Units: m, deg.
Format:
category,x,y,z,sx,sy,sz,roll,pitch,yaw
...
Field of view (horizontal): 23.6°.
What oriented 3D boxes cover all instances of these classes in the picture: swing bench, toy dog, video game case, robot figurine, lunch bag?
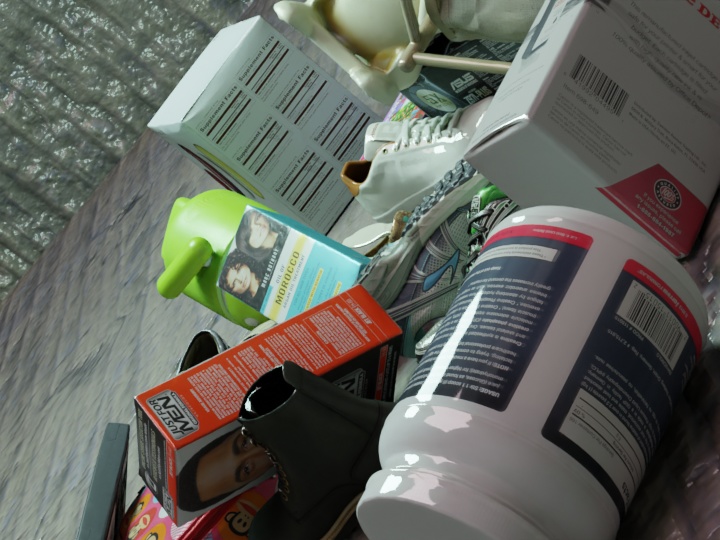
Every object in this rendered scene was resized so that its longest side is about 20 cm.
category,x,y,z,sx,sy,sz,roll,pitch,yaw
swing bench,0.148,-0.256,1.405,0.198,0.130,0.200,13,44,36
toy dog,0.055,-0.263,1.569,0.200,0.140,0.194,-50,-19,15
video game case,-0.224,0.258,1.486,0.200,0.025,0.182,-92,7,-66
robot figurine,-0.115,-0.009,1.703,0.200,0.175,0.116,27,102,44
lunch bag,-0.114,0.189,1.424,0.176,0.082,0.200,-48,16,-3

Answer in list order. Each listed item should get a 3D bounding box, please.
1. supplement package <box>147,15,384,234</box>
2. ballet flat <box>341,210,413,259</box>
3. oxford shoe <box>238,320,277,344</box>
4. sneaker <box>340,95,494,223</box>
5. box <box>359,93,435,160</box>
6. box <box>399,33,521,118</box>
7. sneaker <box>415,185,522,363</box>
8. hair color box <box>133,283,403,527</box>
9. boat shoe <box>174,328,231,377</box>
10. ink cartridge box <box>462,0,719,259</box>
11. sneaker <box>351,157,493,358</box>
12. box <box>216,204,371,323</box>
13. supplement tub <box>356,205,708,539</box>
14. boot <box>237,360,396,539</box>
category,x,y,z,sx,sy,sz,roll,pitch,yaw
supplement package,-0.100,-0.156,1.908,0.147,0.200,0.191,-53,15,-8
ballet flat,0.000,0.000,1.533,0.200,0.065,0.071,-37,22,42
oxford shoe,-0.082,0.072,1.557,0.200,0.073,0.071,180,98,-72
sneaker,0.054,-0.114,1.603,0.200,0.085,0.073,-36,20,40
box,0.081,-0.186,1.756,0.200,0.039,0.137,-60,15,-26
box,0.144,-0.233,1.606,0.200,0.086,0.164,-23,33,59
sneaker,0.099,-0.012,1.251,0.200,0.085,0.078,-55,16,-9
hair color box,-0.067,0.099,1.281,0.199,0.061,0.102,-26,-35,-24
boat shoe,-0.132,0.110,1.398,0.072,0.065,0.200,-28,18,16
ink cartridge box,0.176,-0.116,1.150,0.085,0.146,0.200,-28,28,56
sneaker,0.070,-0.013,1.332,0.200,0.086,0.078,-49,5,28
box,-0.047,0.009,1.490,0.200,0.049,0.083,27,97,54
supplement tub,0.096,0.078,0.957,0.140,0.140,0.200,-23,32,59
boot,-0.054,0.134,1.233,0.200,0.138,0.078,-43,35,33
